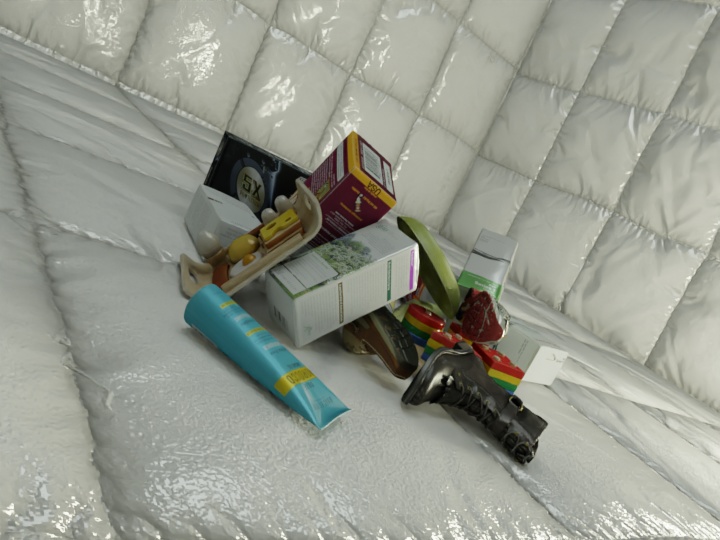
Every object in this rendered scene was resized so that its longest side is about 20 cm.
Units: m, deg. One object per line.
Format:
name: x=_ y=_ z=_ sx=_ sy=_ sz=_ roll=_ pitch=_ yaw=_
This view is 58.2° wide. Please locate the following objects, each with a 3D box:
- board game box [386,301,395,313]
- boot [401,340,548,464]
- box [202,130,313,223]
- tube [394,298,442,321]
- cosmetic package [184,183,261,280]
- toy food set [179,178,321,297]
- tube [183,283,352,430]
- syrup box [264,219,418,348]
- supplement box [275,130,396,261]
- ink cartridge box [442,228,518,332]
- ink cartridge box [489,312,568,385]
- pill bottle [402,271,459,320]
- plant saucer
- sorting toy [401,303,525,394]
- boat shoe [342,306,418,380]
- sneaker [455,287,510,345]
board game box: x=0.000 y=0.000 z=1.060 sx=0.133 sy=0.035 sz=0.203 roll=25 pitch=50 yaw=-13
boot: x=0.159 y=0.178 z=0.841 sx=0.174 sy=0.070 sz=0.198 roll=45 pitch=31 yaw=21
box: x=-0.190 y=-0.136 z=1.201 sx=0.196 sy=0.167 sz=0.086 roll=23 pitch=9 yaw=-22
tube: x=0.101 y=0.077 z=1.184 sx=0.051 sy=0.059 sz=0.199 roll=22 pitch=3 yaw=24
cosmetic package: x=-0.216 y=-0.066 z=1.049 sx=0.100 sy=0.075 sz=0.200 roll=22 pitch=10 yaw=-31
toy food set: x=-0.147 y=-0.047 z=0.849 sx=0.061 sy=0.198 sz=0.144 roll=57 pitch=-4 yaw=-25
tube: x=-0.099 y=0.092 z=0.668 sx=0.198 sy=0.051 sz=0.077 roll=37 pitch=20 yaw=18
syrup box: x=-0.021 y=0.012 z=0.852 sx=0.197 sy=0.083 sz=0.078 roll=-23 pitch=42 yaw=-28
supplement box: x=-0.045 y=-0.086 z=0.946 sx=0.085 sy=0.199 sz=0.112 roll=35 pitch=28 yaw=-25
ink cartridge box: x=0.233 y=0.038 z=1.254 sx=0.082 sy=0.149 sz=0.201 roll=20 pitch=41 yaw=14
ink cartridge box: x=0.313 y=0.148 z=1.353 sx=0.145 sy=0.085 sz=0.199 roll=18 pitch=13 yaw=-46
pill bottle: x=0.128 y=0.021 z=1.418 sx=0.111 sy=0.115 sz=0.200 roll=19 pitch=12 yaw=-36
plant saucer: x=0.123 y=-0.011 z=1.130 sx=0.203 sy=0.031 sz=0.200 roll=62 pitch=-3 yaw=6
sorting toy: x=0.150 y=0.131 z=1.046 sx=0.195 sy=0.071 sz=0.200 roll=23 pitch=11 yaw=-25
boat shoe: x=0.012 y=0.084 z=0.910 sx=0.075 sy=0.074 sz=0.201 roll=30 pitch=17 yaw=-40
sneaker: x=0.212 y=0.078 z=1.049 sx=0.081 sy=0.079 sz=0.200 roll=27 pitch=10 yaw=-1
